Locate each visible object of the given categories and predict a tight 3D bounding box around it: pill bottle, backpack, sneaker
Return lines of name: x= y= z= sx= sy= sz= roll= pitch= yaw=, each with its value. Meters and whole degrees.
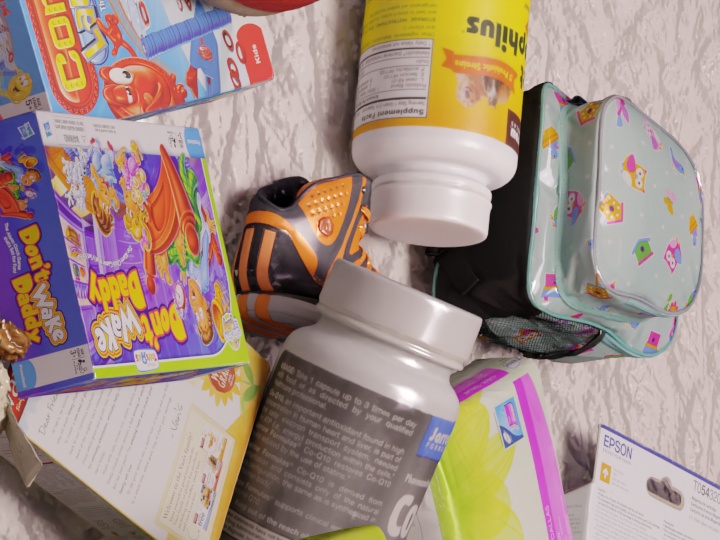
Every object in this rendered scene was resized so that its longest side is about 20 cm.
pill bottle: x=0.052 y=-0.121 z=1.713 sx=0.109 sy=0.109 sz=0.201 roll=22 pitch=69 yaw=-51
backpack: x=0.153 y=-0.025 z=1.810 sx=0.200 sy=0.152 sz=0.177 roll=31 pitch=57 yaw=-55
sneaker: x=0.000 y=0.000 z=1.655 sx=0.200 sy=0.077 sz=0.113 roll=25 pitch=68 yaw=-50
pill bottle: x=-0.010 y=0.102 z=1.547 sx=0.114 sy=0.113 sz=0.201 roll=22 pitch=92 yaw=-50

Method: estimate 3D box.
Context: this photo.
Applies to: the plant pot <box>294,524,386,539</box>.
plant pot: x=-0.086 y=0.256 z=1.357 sx=0.181 sy=0.198 sz=0.201 roll=-5 pitch=76 yaw=-57

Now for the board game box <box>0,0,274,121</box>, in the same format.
board game box: x=-0.151 y=-0.180 z=1.467 sx=0.195 sy=0.056 sz=0.201 roll=-22 pitch=97 yaw=-53

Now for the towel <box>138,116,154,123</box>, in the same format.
towel: x=-0.161 y=-0.022 z=1.484 sx=0.152 sy=0.023 sz=0.202 roll=1 pitch=86 yaw=-53

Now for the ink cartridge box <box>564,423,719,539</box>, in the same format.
ink cartridge box: x=0.202 y=0.235 z=1.935 sx=0.196 sy=0.043 sz=0.201 roll=29 pitch=61 yaw=-47

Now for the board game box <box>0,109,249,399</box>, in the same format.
board game box: x=-0.128 y=-0.008 z=1.367 sx=0.200 sy=0.045 sz=0.135 roll=-2 pitch=78 yaw=-70

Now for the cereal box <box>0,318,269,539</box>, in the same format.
cereal box: x=-0.136 y=0.062 z=1.455 sx=0.200 sy=0.039 sz=0.145 roll=45 pitch=50 yaw=-38

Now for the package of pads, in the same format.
package of pads: x=0.075 y=0.175 z=1.746 sx=0.154 sy=0.068 sz=0.201 roll=-26 pitch=107 yaw=-52

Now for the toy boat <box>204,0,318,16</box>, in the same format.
toy boat: x=-0.058 y=-0.237 z=1.450 sx=0.200 sy=0.130 sz=0.131 roll=49 pitch=45 yaw=-31

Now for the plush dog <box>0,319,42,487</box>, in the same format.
plush dog: x=-0.261 y=0.055 z=1.259 sx=0.171 sy=0.160 sz=0.201 roll=-16 pitch=99 yaw=-27
